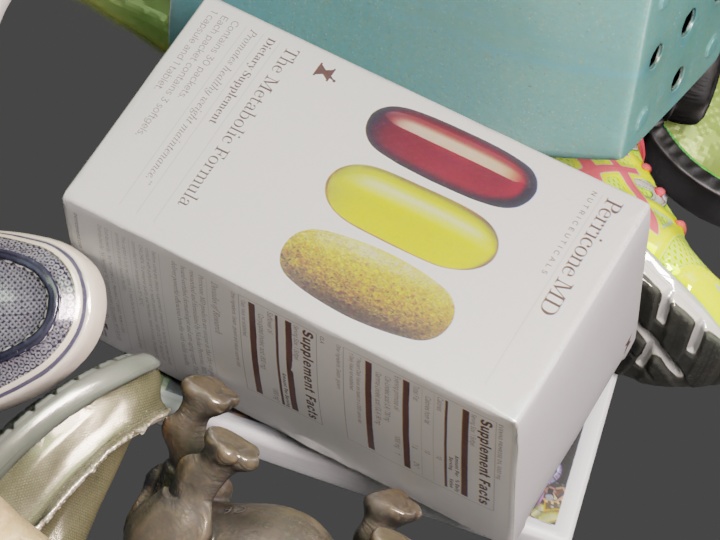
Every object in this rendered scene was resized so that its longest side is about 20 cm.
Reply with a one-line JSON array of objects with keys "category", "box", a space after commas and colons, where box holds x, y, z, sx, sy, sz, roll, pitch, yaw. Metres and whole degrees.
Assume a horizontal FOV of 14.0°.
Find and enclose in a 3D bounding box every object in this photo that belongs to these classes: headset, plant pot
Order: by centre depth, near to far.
[{"category": "plant pot", "box": [0.046, -0.137, 1.183, 0.199, 0.142, 0.141, 27, 45, 20]}, {"category": "headset", "box": [0.166, -0.113, 1.292, 0.123, 0.094, 0.201, -14, 63, -17]}]

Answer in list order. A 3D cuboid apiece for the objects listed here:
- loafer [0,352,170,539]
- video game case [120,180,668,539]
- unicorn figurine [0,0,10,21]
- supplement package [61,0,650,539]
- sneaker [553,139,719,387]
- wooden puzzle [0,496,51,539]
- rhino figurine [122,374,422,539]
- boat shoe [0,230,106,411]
[{"category": "loafer", "box": [-0.141, 0.113, 1.130, 0.070, 0.075, 0.200, 45, 82, -4]}, {"category": "video game case", "box": [0.015, 0.010, 1.243, 0.199, 0.023, 0.183, 19, 60, 0]}, {"category": "unicorn figurine", "box": [-0.169, -0.145, 1.265, 0.137, 0.074, 0.201, 25, 88, 8]}, {"category": "supplement package", "box": [0.000, 0.000, 1.152, 0.199, 0.110, 0.114, 25, 64, 16]}, {"category": "sneaker", "box": [0.096, -0.036, 1.226, 0.200, 0.078, 0.090, 44, 61, 14]}, {"category": "wooden puzzle", "box": [-0.120, 0.201, 1.042, 0.200, 0.037, 0.185, 40, 59, 2]}, {"category": "rhino figurine", "box": [-0.006, 0.130, 1.145, 0.199, 0.088, 0.060, 32, 23, 7]}, {"category": "boat shoe", "box": [-0.203, 0.020, 1.119, 0.199, 0.093, 0.075, -9, 78, 17]}]
